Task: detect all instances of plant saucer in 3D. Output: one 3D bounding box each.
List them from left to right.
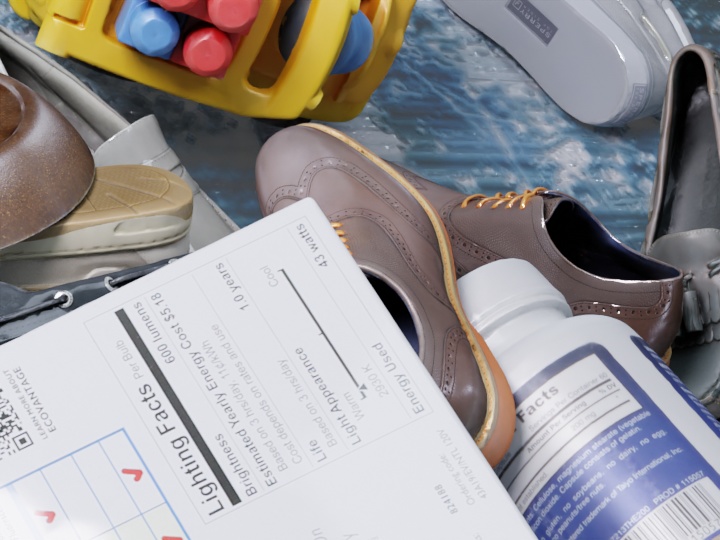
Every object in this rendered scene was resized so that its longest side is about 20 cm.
[{"bbox_3d":[-0.213,-0.050,1.230,0.200,0.032,0.200,-1,26,1],"label":"plant saucer"}]

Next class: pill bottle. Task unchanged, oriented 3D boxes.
[{"bbox_3d":[0.104,0.091,1.274,0.111,0.111,0.200,-10,49,-43],"label":"pill bottle"}]

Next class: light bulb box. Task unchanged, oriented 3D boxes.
[{"bbox_3d":[-0.055,0.115,1.030,0.200,0.125,0.198,-26,63,-15],"label":"light bulb box"}]

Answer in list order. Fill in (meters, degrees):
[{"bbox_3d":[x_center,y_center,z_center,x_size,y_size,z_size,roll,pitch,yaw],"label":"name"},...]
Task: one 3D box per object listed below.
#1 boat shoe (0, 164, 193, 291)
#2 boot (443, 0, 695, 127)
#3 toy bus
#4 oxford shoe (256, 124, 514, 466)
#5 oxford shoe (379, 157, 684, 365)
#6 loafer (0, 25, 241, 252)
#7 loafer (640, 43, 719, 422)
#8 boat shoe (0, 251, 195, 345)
[{"bbox_3d":[-0.167,0.005,1.229,0.199,0.069,0.074,-6,25,-10],"label":"boat shoe"},{"bbox_3d":[0.111,-0.161,1.663,0.095,0.074,0.200,-13,59,-52],"label":"boot"},{"bbox_3d":[-0.059,-0.133,1.389,0.200,0.136,0.192,19,15,-17],"label":"toy bus"},{"bbox_3d":[0.000,0.000,1.251,0.073,0.071,0.200,38,15,-51],"label":"oxford shoe"},{"bbox_3d":[0.071,-0.017,1.419,0.200,0.073,0.071,28,34,17],"label":"oxford shoe"},{"bbox_3d":[-0.109,-0.037,1.328,0.200,0.070,0.070,35,34,10],"label":"loafer"},{"bbox_3d":[0.165,-0.019,1.448,0.063,0.072,0.200,42,46,-47],"label":"loafer"},{"bbox_3d":[-0.138,0.031,1.179,0.199,0.075,0.066,-14,64,-15],"label":"boat shoe"}]
